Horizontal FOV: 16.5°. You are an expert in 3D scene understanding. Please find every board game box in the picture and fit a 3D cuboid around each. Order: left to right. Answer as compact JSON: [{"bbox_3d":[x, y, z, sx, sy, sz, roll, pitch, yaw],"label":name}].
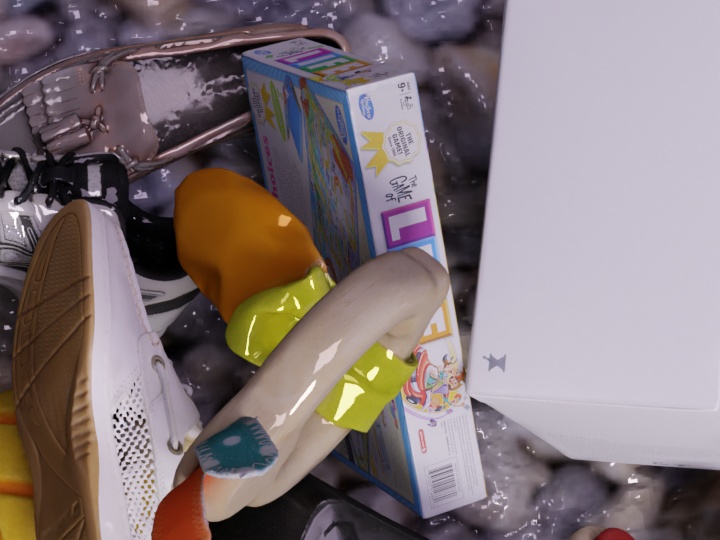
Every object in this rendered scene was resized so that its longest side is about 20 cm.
[{"bbox_3d":[0.000,0.000,1.151,0.034,0.134,0.201,-16,108,-20],"label":"board game box"}]

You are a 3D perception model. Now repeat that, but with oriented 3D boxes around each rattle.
[{"bbox_3d":[-0.061,0.030,1.010,0.143,0.130,0.200,54,43,2],"label":"rattle"}]

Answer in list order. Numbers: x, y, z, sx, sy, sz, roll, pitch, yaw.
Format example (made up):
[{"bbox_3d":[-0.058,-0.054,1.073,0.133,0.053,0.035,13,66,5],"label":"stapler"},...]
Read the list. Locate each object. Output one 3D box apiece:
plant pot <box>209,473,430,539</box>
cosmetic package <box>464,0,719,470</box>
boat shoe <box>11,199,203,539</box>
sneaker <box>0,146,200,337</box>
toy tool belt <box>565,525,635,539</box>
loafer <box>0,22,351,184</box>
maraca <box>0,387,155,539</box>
[{"bbox_3d":[-0.015,0.195,1.127,0.199,0.177,0.201,29,75,-13],"label":"plant pot"},{"bbox_3d":[0.140,-0.018,1.185,0.122,0.200,0.200,2,79,20],"label":"cosmetic package"},{"bbox_3d":[-0.102,0.067,1.060,0.069,0.071,0.201,9,62,-33],"label":"boat shoe"},{"bbox_3d":[-0.150,-0.033,1.127,0.200,0.088,0.076,30,35,-40],"label":"sneaker"},{"bbox_3d":[0.201,0.172,1.229,0.200,0.123,0.125,39,34,-12],"label":"toy tool belt"},{"bbox_3d":[-0.098,-0.082,1.198,0.199,0.063,0.072,-19,89,-21],"label":"loafer"},{"bbox_3d":[-0.161,0.134,1.119,0.200,0.137,0.107,-50,144,-9],"label":"maraca"}]
